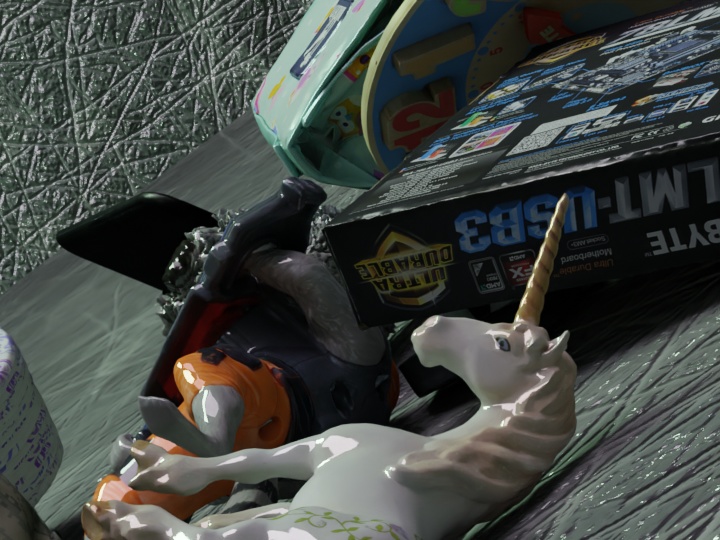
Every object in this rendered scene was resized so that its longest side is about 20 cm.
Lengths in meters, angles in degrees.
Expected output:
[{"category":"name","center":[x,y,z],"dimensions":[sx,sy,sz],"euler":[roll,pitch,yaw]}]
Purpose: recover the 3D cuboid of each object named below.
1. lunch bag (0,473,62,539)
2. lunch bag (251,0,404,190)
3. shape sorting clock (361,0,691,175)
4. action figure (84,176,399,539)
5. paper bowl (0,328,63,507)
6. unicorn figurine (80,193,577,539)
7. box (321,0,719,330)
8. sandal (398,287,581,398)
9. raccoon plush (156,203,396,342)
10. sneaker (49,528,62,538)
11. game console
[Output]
[{"category":"lunch bag","center":[-0.180,0.131,0.848],"dimensions":[0.200,0.168,0.139],"euler":[-34,7,5]},{"category":"lunch bag","center":[0.044,-0.100,1.343],"dimensions":[0.199,0.123,0.170],"euler":[-20,13,-5]},{"category":"shape sorting clock","center":[0.093,-0.094,1.200],"dimensions":[0.199,0.039,0.200],"euler":[-15,-35,-11]},{"category":"action figure","center":[-0.050,0.078,1.051],"dimensions":[0.193,0.104,0.201],"euler":[-35,-26,-54]},{"category":"paper bowl","center":[-0.237,0.117,1.342],"dimensions":[0.200,0.105,0.201],"euler":[-20,20,8]},{"category":"unicorn figurine","center":[-0.006,0.069,0.840],"dimensions":[0.137,0.074,0.200],"euler":[-5,34,12]},{"category":"box","center":[0.115,-0.054,1.035],"dimensions":[0.199,0.050,0.198],"euler":[-13,16,33]},{"category":"sandal","center":[0.058,-0.003,1.136],"dimensions":[0.076,0.043,0.200],"euler":[-31,8,27]},{"category":"raccoon plush","center":[0.000,0.000,1.226],"dimensions":[0.200,0.097,0.134],"euler":[-38,16,-24]},{"category":"sneaker","center":[-0.170,0.139,1.064],"dimensions":[0.104,0.060,0.200],"euler":[-10,8,8]},{"category":"game console","center":[-0.040,-0.031,1.472],"dimensions":[0.176,0.117,0.200],"euler":[-37,8,-19]}]
